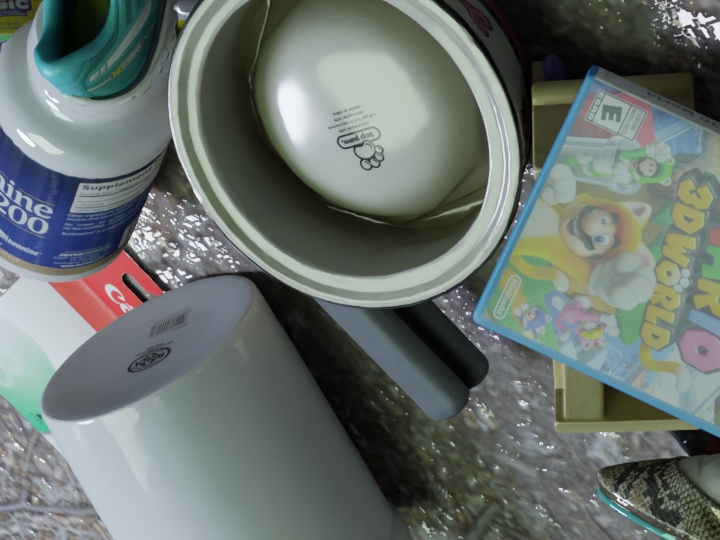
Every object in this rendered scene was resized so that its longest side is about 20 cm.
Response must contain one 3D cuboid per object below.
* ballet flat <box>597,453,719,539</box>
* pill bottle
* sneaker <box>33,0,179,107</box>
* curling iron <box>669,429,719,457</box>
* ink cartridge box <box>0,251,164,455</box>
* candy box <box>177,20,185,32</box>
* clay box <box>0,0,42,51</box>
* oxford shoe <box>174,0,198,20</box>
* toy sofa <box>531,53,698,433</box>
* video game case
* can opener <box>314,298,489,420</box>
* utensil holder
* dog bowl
[{"bbox_3d":[0.223,0.142,1.373,0.200,0.068,0.075,36,110,19],"label":"ballet flat"},{"bbox_3d":[-0.169,-0.085,1.524,0.111,0.111,0.200,39,147,7],"label":"pill bottle"},{"bbox_3d":[-0.125,-0.184,1.335,0.077,0.080,0.200,9,91,26],"label":"sneaker"},{"bbox_3d":[0.199,0.092,1.421,0.200,0.026,0.050,44,125,7],"label":"curling iron"},{"bbox_3d":[-0.181,0.064,1.760,0.161,0.050,0.200,46,148,-4],"label":"ink cartridge box"},{"bbox_3d":[-0.033,-0.073,1.477,0.102,0.026,0.200,9,133,42],"label":"candy box"},{"bbox_3d":[-0.260,-0.122,1.578,0.200,0.115,0.048,122,138,-57],"label":"clay box"},{"bbox_3d":[-0.128,-0.172,1.426,0.200,0.075,0.058,12,132,31],"label":"oxford shoe"},{"bbox_3d":[0.135,-0.015,1.327,0.083,0.098,0.200,-2,133,7],"label":"toy sofa"},{"bbox_3d":[0.171,0.006,1.226,0.200,0.018,0.143,25,115,2],"label":"video game case"},{"bbox_3d":[0.000,0.000,1.455,0.200,0.053,0.066,50,141,-13],"label":"can opener"},{"bbox_3d":[-0.088,0.129,1.625,0.170,0.170,0.200,-4,123,48],"label":"utensil holder"},{"bbox_3d":[0.003,-0.084,1.343,0.200,0.074,0.200,12,121,20],"label":"dog bowl"}]
